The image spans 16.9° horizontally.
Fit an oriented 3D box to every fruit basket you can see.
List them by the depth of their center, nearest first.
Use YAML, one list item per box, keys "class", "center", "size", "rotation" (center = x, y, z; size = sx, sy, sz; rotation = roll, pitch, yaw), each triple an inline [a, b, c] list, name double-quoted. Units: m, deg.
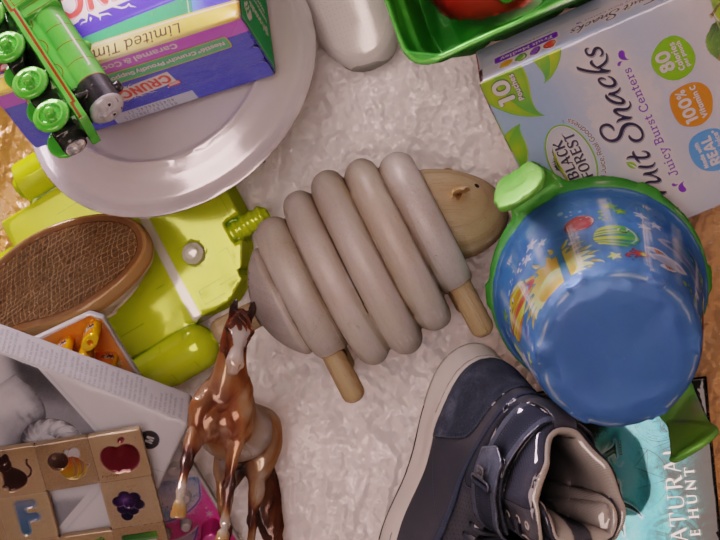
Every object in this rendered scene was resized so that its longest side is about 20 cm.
- class: "fruit basket"
  center: [0.063, -0.240, 1.438]
  size: [0.155, 0.216, 0.217]
  rotation: [-23, 85, 12]

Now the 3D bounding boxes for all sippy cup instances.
- class: "sippy cup"
  center: [0.145, 0.026, 1.421]
  size: [0.177, 0.130, 0.140]
  rotation: [19, 106, -6]

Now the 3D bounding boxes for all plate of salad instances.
- class: "plate of salad"
  center: [-0.118, -0.118, 1.545]
  size: [0.199, 0.048, 0.201]
  rotation: [-9, 60, 17]

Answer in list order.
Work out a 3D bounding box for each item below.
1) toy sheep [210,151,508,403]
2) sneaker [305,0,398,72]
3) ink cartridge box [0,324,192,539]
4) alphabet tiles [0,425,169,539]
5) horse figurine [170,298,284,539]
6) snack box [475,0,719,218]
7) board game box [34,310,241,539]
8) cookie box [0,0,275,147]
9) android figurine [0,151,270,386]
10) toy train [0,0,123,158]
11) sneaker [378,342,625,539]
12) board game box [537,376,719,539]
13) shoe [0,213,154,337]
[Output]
- class: "toy sheep"
  center: [0.000, 0.000, 1.501]
  size: [0.199, 0.138, 0.138]
  rotation: [-28, 84, -2]
- class: "sneaker"
  center: [-0.026, -0.223, 1.531]
  size: [0.070, 0.080, 0.201]
  rotation: [-16, 88, 11]
- class: "ink cartridge box"
  center: [-0.231, 0.130, 1.509]
  size: [0.199, 0.041, 0.200]
  rotation: [21, 114, -8]
- class: "alphabet tiles"
  center: [-0.215, 0.183, 1.507]
  size: [0.199, 0.008, 0.168]
  rotation: [-8, 116, 6]
- class: "horse figurine"
  center: [-0.077, 0.117, 1.502]
  size: [0.050, 0.200, 0.133]
  rotation: [2, 65, 13]
- class: "snack box"
  center: [0.188, -0.105, 1.464]
  size: [0.199, 0.053, 0.143]
  rotation: [-22, 116, 12]
- class: "board game box"
  center: [-0.206, 0.149, 1.555]
  size: [0.199, 0.026, 0.201]
  rotation: [-25, 112, 11]
- class: "cookie box"
  center: [-0.150, -0.199, 1.524]
  size: [0.170, 0.075, 0.201]
  rotation: [-16, 62, 13]
- class: "android figurine"
  center: [-0.153, -0.009, 1.581]
  size: [0.199, 0.041, 0.183]
  rotation: [-28, 84, 13]
- class: "toy train"
  center: [-0.202, -0.147, 1.456]
  size: [0.056, 0.042, 0.200]
  rotation: [-32, 59, -6]
- class: "sneaker"
  center: [0.083, 0.165, 1.464]
  size: [0.146, 0.077, 0.203]
  rotation: [33, 119, 49]
- class: "board game box"
  center: [0.159, 0.172, 1.515]
  size: [0.134, 0.028, 0.201]
  rotation: [-6, 89, 12]
- class: "shoe"
  center: [-0.214, 0.027, 1.557]
  size: [0.199, 0.053, 0.070]
  rotation: [-29, 65, 12]
